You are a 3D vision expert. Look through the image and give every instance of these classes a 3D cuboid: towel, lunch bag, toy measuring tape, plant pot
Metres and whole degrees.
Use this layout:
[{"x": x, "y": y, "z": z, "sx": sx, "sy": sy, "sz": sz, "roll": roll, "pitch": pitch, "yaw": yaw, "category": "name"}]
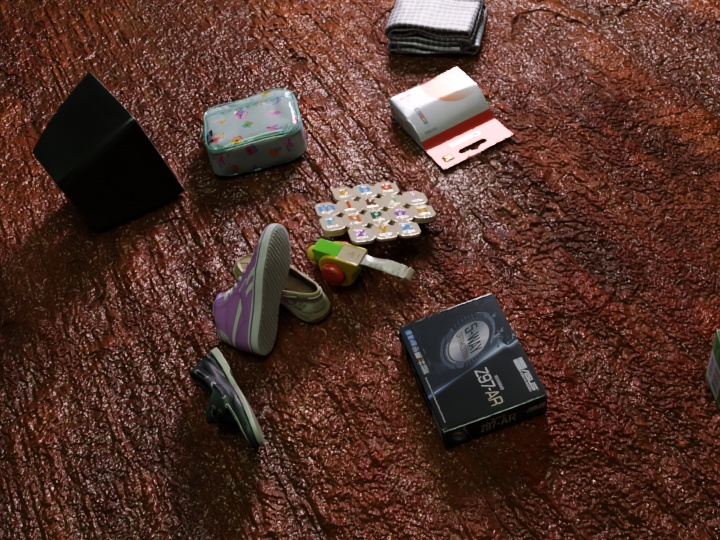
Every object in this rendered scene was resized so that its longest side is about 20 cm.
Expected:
[{"x": 0.161, "y": -0.528, "z": 1.884, "sx": 0.195, "sy": 0.086, "sz": 0.168, "roll": 6, "pitch": 51, "yaw": 16, "category": "towel"}, {"x": -0.208, "y": -0.268, "z": 1.727, "sx": 0.195, "sy": 0.078, "sz": 0.162, "roll": -14, "pitch": 48, "yaw": -1, "category": "lunch bag"}, {"x": 0.000, "y": 0.000, "z": 1.454, "sx": 0.196, "sy": 0.074, "sz": 0.074, "roll": 17, "pitch": 53, "yaw": 25, "category": "toy measuring tape"}, {"x": -0.473, "y": -0.199, "z": 1.650, "sx": 0.177, "sy": 0.201, "sz": 0.199, "roll": -40, "pitch": 53, "yaw": -11, "category": "plant pot"}]

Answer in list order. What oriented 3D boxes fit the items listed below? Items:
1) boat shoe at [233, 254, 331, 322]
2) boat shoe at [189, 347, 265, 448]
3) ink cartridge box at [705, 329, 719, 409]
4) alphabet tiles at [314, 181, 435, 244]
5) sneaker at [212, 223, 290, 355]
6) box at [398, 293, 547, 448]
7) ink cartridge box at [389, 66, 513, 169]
[{"x": -0.130, "y": 0.014, "z": 1.471, "sx": 0.197, "sy": 0.063, "sz": 0.074, "roll": 23, "pitch": 57, "yaw": 29, "category": "boat shoe"}, {"x": -0.199, "y": 0.195, "z": 1.316, "sx": 0.065, "sy": 0.075, "sz": 0.200, "roll": -27, "pitch": 49, "yaw": -11, "category": "boat shoe"}, {"x": 0.575, "y": 0.121, "z": 1.212, "sx": 0.195, "sy": 0.105, "sz": 0.060, "roll": -8, "pitch": 47, "yaw": 4, "category": "ink cartridge box"}, {"x": 0.024, "y": -0.097, "z": 1.537, "sx": 0.195, "sy": 0.015, "sz": 0.197, "roll": -8, "pitch": 33, "yaw": -10, "category": "alphabet tiles"}, {"x": -0.179, "y": 0.021, "z": 1.415, "sx": 0.112, "sy": 0.072, "sz": 0.205, "roll": 12, "pitch": 89, "yaw": 31, "category": "sneaker"}, {"x": 0.159, "y": 0.142, "z": 1.315, "sx": 0.157, "sy": 0.044, "sz": 0.202, "roll": -18, "pitch": 48, "yaw": -5, "category": "box"}, {"x": 0.167, "y": -0.289, "z": 1.695, "sx": 0.160, "sy": 0.051, "sz": 0.201, "roll": -27, "pitch": 46, "yaw": -13, "category": "ink cartridge box"}]
